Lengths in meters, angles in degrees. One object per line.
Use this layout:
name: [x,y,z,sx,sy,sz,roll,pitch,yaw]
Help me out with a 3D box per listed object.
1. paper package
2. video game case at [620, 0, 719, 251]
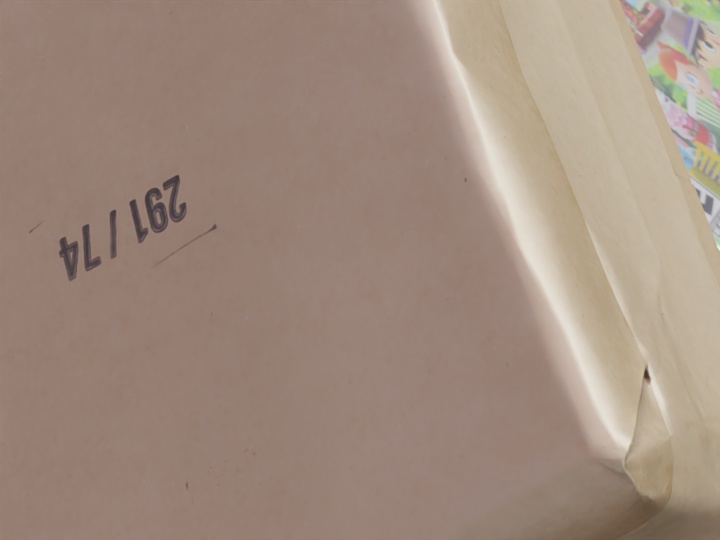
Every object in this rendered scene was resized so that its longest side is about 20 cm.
paper package: [-0.022,0.015,0.690,0.103,0.200,0.191,20,45,-53]
video game case: [0.079,-0.087,0.958,0.182,0.022,0.200,38,34,3]
